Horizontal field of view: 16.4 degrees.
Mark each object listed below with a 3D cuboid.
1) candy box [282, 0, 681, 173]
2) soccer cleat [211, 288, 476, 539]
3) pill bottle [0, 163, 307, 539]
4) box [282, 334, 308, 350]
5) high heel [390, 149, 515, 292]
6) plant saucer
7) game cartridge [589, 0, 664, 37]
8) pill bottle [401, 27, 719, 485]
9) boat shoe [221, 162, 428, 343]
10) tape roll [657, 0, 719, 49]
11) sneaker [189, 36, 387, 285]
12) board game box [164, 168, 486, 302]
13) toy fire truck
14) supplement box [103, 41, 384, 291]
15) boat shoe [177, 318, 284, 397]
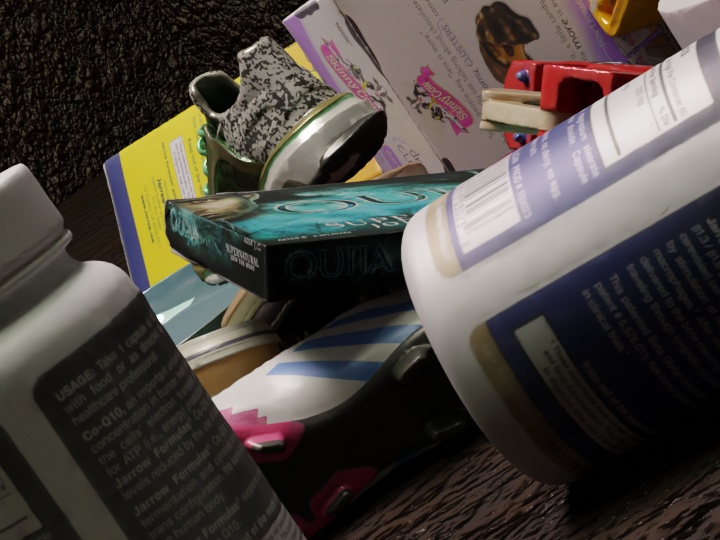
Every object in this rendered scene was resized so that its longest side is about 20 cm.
[{"bbox_3d":[0.084,-0.131,1.416,0.200,0.168,0.071,-37,9,-25],"label":"candy box"},{"bbox_3d":[-0.020,0.065,1.055,0.199,0.070,0.086,-26,20,0],"label":"soccer cleat"},{"bbox_3d":[-0.107,0.069,0.923,0.113,0.201,0.113,-32,9,5],"label":"pill bottle"},{"bbox_3d":[-0.081,0.054,1.402,0.199,0.051,0.158,-23,13,47],"label":"box"},{"bbox_3d":[0.070,-0.027,1.216,0.096,0.067,0.200,-42,2,20],"label":"high heel"},{"bbox_3d":[-0.111,0.041,1.336,0.199,0.028,0.200,-32,12,8],"label":"plant saucer"},{"bbox_3d":[0.233,-0.219,1.370,0.199,0.033,0.177,-17,-34,-25],"label":"game cartridge"},{"bbox_3d":[0.123,-0.018,0.854,0.199,0.111,0.111,-31,9,17],"label":"pill bottle"},{"bbox_3d":[0.000,0.000,1.261,0.072,0.065,0.200,-51,-9,28],"label":"boat shoe"},{"bbox_3d":[0.254,-0.160,1.271,0.202,0.071,0.202,-33,8,5],"label":"tape roll"},{"bbox_3d":[-0.053,-0.061,1.262,0.077,0.089,0.200,-35,-4,-30],"label":"sneaker"},{"bbox_3d":[0.028,-0.019,1.097,0.199,0.028,0.135,-6,12,-22],"label":"board game box"},{"bbox_3d":[0.107,-0.071,1.147,0.140,0.049,0.200,0,7,-30],"label":"toy fire truck"},{"bbox_3d":[-0.043,-0.055,1.533,0.199,0.110,0.109,-29,-25,29],"label":"supplement box"},{"bbox_3d":[-0.069,0.078,1.197,0.074,0.063,0.200,-20,-10,-17],"label":"boat shoe"}]
